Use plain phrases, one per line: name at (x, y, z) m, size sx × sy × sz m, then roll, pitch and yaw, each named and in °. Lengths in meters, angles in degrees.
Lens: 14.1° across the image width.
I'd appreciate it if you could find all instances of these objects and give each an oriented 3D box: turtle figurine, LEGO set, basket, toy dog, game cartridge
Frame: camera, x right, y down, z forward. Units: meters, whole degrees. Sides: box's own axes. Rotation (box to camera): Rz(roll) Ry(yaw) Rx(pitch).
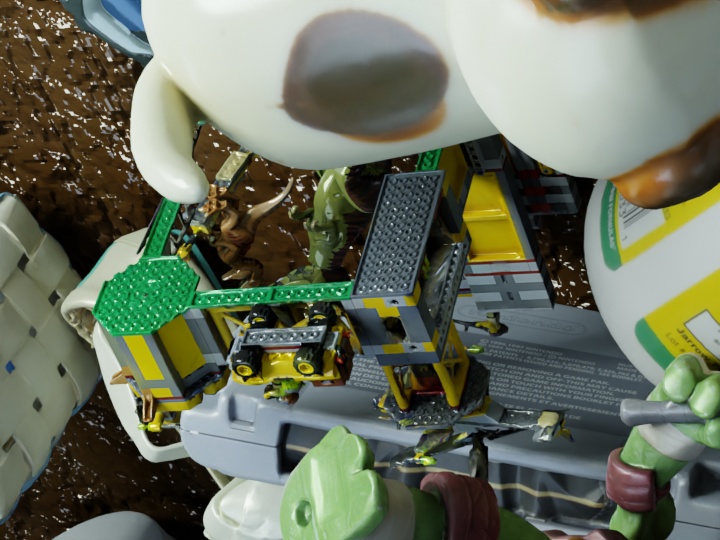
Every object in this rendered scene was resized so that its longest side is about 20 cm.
turtle figurine at (0.087, 0.099, 0.897) m, size 0.194 × 0.144 × 0.200 m, roll 6°, pitch -170°, yaw -34°
LEGO set at (0.000, 0.000, 1.028) m, size 0.154 × 0.200 × 0.116 m, roll -9°, pitch 132°, yaw 16°
basket at (-0.213, 0.050, 1.243) m, size 0.200 × 0.176 × 0.139 m, roll -22°, pitch 116°, yaw 38°
toy dog at (0.034, -0.091, 0.874) m, size 0.200 × 0.194 × 0.140 m, roll 14°, pitch 133°, yaw 45°
game cartridge at (0.049, 0.049, 1.076) m, size 0.200 × 0.133 × 0.041 m, roll 10°, pitch 117°, yaw 14°

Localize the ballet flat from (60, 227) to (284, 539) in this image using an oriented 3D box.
ballet flat at (-0.051, 0.074, 1.180) m, size 0.200 × 0.069 × 0.069 m, roll 52°, pitch 146°, yaw 13°

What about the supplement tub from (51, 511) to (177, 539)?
supplement tub at (-0.084, 0.225, 1.369) m, size 0.145 × 0.145 × 0.200 m, roll -11°, pitch 127°, yaw 43°

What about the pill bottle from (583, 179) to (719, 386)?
pill bottle at (0.168, -0.033, 0.917) m, size 0.113 × 0.113 × 0.200 m, roll 39°, pitch 143°, yaw -10°

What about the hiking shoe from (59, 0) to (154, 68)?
hiking shoe at (-0.082, -0.146, 0.984) m, size 0.200 × 0.074 × 0.087 m, roll 48°, pitch 138°, yaw -9°
